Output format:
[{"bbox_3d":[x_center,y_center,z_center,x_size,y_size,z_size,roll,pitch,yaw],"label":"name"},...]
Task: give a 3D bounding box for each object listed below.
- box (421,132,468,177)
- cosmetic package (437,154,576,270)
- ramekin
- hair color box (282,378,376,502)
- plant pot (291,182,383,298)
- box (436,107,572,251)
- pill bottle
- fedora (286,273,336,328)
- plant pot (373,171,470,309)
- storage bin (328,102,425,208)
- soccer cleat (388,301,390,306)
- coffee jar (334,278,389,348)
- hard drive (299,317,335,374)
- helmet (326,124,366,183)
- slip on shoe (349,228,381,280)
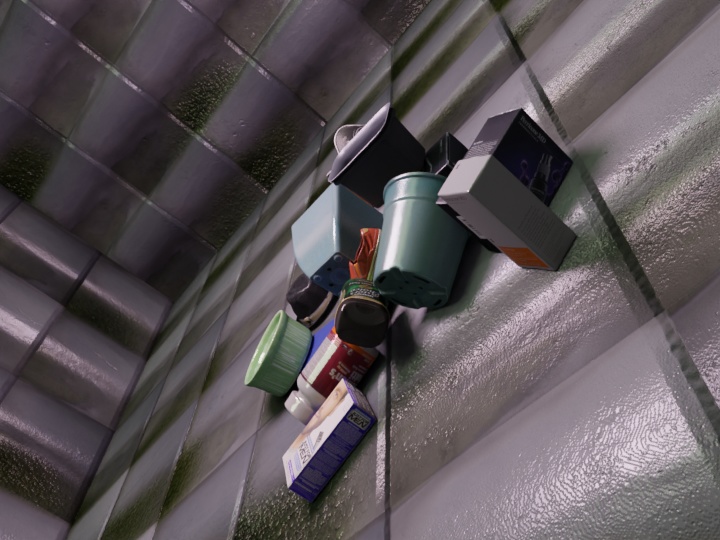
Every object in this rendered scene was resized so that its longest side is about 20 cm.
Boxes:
[{"bbox_3d":[0.159,-0.176,1.459,0.199,0.104,0.149,-40,23,32],"label":"box"},{"bbox_3d":[0.228,-0.087,1.033,0.072,0.199,0.101,-55,19,-9],"label":"cosmetic package"},{"bbox_3d":[-0.200,0.211,1.639,0.202,0.096,0.201,-58,13,22],"label":"ramekin"},{"bbox_3d":[-0.062,0.317,1.245,0.201,0.064,0.109,-51,19,3],"label":"hair color box"},{"bbox_3d":[-0.051,-0.052,1.651,0.195,0.195,0.202,-41,31,31],"label":"plant pot"},{"bbox_3d":[0.253,-0.157,1.168,0.202,0.147,0.104,-58,20,-10],"label":"box"},{"bbox_3d":[-0.060,0.214,1.337,0.202,0.109,0.109,-55,20,-1],"label":"pill bottle"},{"bbox_3d":[-0.142,0.066,1.791,0.201,0.091,0.202,-45,21,22],"label":"fedora"},{"bbox_3d":[0.117,-0.046,1.265,0.199,0.198,0.200,-25,42,52],"label":"plant pot"},{"bbox_3d":[0.044,-0.245,1.460,0.199,0.134,0.147,-39,24,35],"label":"storage bin"},{"bbox_3d":[0.041,0.072,1.425,0.201,0.067,0.081,-52,39,6],"label":"soccer cleat"},{"bbox_3d":[0.005,0.080,1.285,0.200,0.102,0.087,-83,6,-77],"label":"coffee jar"},{"bbox_3d":[-0.066,0.164,1.559,0.199,0.025,0.133,-40,24,36],"label":"hard drive"},{"bbox_3d":[-0.005,-0.329,1.981,0.199,0.196,0.196,-174,82,-67],"label":"helmet"},{"bbox_3d":[0.000,0.000,1.491,0.074,0.060,0.204,-115,41,-78],"label":"slip on shoe"}]
